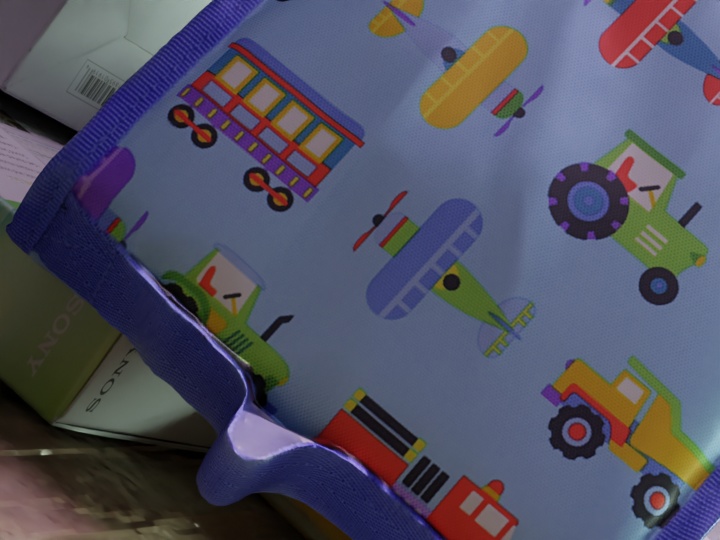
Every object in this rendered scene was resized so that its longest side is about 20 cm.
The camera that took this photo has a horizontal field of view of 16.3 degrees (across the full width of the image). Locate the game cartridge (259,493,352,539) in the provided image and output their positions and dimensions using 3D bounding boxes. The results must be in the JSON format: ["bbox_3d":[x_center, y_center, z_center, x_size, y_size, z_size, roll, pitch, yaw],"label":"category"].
[{"bbox_3d":[0.083,0.107,0.626,0.200,0.032,0.176,38,8,31],"label":"game cartridge"}]

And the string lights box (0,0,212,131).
[{"bbox_3d":[-0.117,-0.108,0.712,0.200,0.059,0.103,40,6,30],"label":"string lights box"}]

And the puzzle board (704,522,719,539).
[{"bbox_3d":[0.067,0.025,0.592,0.200,0.017,0.151,38,41,7],"label":"puzzle board"}]

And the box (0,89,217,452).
[{"bbox_3d":[-0.098,-0.024,0.642,0.200,0.036,0.144,38,8,25],"label":"box"}]

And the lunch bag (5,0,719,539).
[{"bbox_3d":[0.035,-0.014,0.545,0.151,0.200,0.094,41,-36,7],"label":"lunch bag"}]
